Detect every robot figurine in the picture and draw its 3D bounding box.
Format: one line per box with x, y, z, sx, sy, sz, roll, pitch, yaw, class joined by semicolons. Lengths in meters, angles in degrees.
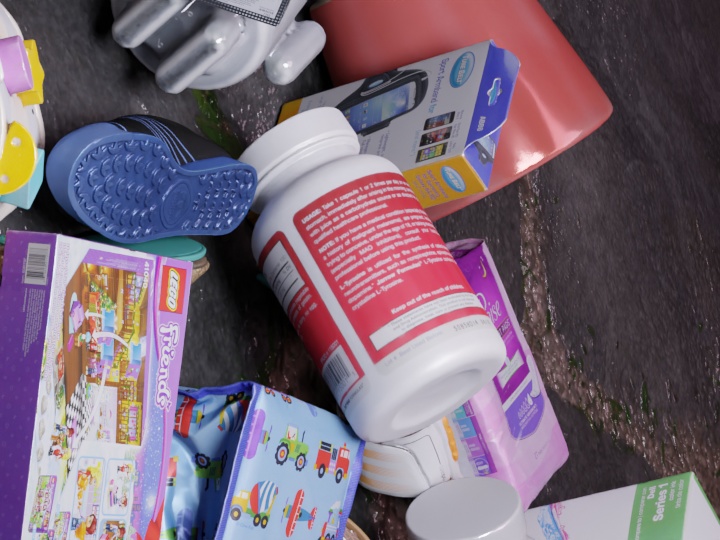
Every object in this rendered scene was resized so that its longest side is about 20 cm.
-0.091;-0.195;1.585;0.170;0.113;0.200;49;36;-15;robot figurine

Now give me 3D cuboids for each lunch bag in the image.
-0.074;0.182;1.499;0.150;0.093;0.202;27;64;-58;lunch bag

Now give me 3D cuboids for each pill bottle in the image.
0.088;0.251;1.686;0.111;0.110;0.201;-54;137;-55;pill bottle
0.000;0.000;1.554;0.112;0.112;0.201;4;52;-61;pill bottle

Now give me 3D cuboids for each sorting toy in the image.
-0.221;-0.105;1.356;0.180;0.106;0.202;-19;95;-81;sorting toy

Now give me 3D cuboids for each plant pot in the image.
0.064;-0.151;1.790;0.178;0.199;0.200;62;30;-7;plant pot

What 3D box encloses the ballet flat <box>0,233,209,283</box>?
-0.160;0.012;1.440;0.200;0.070;0.066;-1;106;-59;ballet flat

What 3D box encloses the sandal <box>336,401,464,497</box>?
0.030;0.140;1.708;0.059;0.079;0.207;-53;142;-22;sandal

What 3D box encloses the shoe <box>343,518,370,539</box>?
-0.003;0.248;1.634;0.070;0.053;0.201;-34;107;-26;shoe

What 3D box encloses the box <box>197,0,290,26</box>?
-0.125;-0.252;1.496;0.199;0.044;0.161;18;53;-9;box

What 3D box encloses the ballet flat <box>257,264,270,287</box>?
0.011;0.023;1.682;0.200;0.070;0.066;35;88;-38;ballet flat

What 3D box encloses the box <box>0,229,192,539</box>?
-0.156;0.085;1.347;0.137;0.039;0.202;13;83;-60;box

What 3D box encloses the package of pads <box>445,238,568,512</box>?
0.083;0.085;1.822;0.201;0.075;0.120;68;27;-11;package of pads

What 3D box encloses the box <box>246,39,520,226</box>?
0.024;-0.089;1.660;0.042;0.199;0.120;54;36;-35;box

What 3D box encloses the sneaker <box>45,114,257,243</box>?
-0.143;-0.061;1.470;0.200;0.078;0.071;10;104;-63;sneaker

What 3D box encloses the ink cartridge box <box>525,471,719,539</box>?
0.181;0.247;1.808;0.145;0.199;0.084;59;30;-30;ink cartridge box
